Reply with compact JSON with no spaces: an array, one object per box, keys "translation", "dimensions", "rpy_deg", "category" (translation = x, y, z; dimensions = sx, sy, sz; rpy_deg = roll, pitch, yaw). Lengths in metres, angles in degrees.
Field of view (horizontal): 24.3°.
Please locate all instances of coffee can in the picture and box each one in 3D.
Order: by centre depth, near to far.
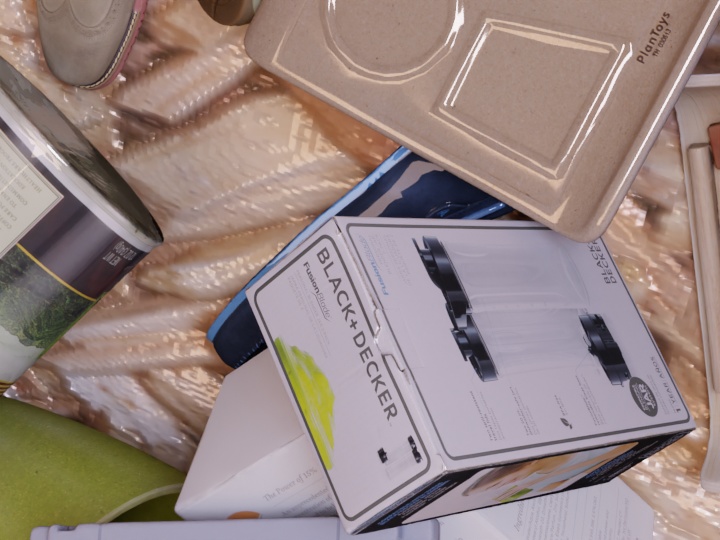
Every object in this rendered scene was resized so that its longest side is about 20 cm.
[{"translation":[-0.223,0.000,0.872],"dimensions":[0.200,0.146,0.146],"rpy_deg":[-43,84,2],"category":"coffee can"}]

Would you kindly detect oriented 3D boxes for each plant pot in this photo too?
[{"translation":[-0.206,0.150,0.965],"dimensions":[0.199,0.186,0.188],"rpy_deg":[33,122,30],"category":"plant pot"}]

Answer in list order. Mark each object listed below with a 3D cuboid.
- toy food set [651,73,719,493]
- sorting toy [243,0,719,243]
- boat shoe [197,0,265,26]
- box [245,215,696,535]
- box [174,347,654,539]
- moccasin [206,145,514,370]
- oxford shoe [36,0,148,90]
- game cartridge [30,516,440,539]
[{"translation":[0.208,0.007,0.736],"dimensions":[0.142,0.060,0.202],"rpy_deg":[0,107,29],"category":"toy food set"},{"translation":[0.066,-0.137,0.752],"dimensions":[0.199,0.036,0.186],"rpy_deg":[31,100,17],"category":"sorting toy"},{"translation":[-0.038,-0.218,0.796],"dimensions":[0.073,0.062,0.202],"rpy_deg":[35,123,45],"category":"boat shoe"},{"translation":[0.054,0.040,0.736],"dimensions":[0.060,0.199,0.117],"rpy_deg":[-37,69,33],"category":"box"},{"translation":[0.031,0.117,0.812],"dimensions":[0.124,0.098,0.200],"rpy_deg":[-33,115,34],"category":"box"},{"translation":[0.000,0.000,0.838],"dimensions":[0.068,0.080,0.200],"rpy_deg":[49,124,-1],"category":"moccasin"},{"translation":[-0.150,-0.185,0.853],"dimensions":[0.070,0.075,0.202],"rpy_deg":[16,115,22],"category":"oxford shoe"},{"translation":[-0.061,0.178,0.739],"dimensions":[0.198,0.040,0.134],"rpy_deg":[-4,69,19],"category":"game cartridge"}]
